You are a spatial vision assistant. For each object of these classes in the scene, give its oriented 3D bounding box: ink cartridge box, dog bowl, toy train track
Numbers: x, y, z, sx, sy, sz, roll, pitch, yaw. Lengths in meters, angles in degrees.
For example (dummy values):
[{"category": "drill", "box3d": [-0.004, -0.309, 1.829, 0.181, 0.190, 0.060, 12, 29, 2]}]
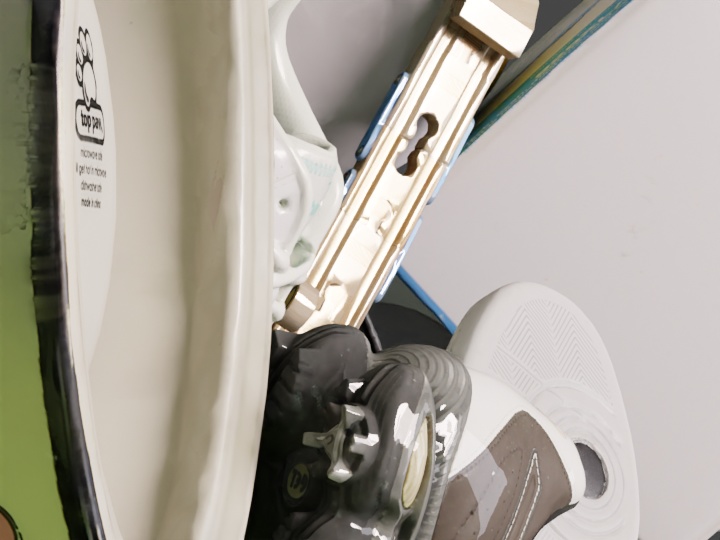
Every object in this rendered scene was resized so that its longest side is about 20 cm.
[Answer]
[{"category": "ink cartridge box", "box3d": [0.102, -0.013, 0.955, 0.147, 0.145, 0.200, 47, 4, -4]}, {"category": "dog bowl", "box3d": [-0.069, -0.020, 0.544, 0.200, 0.074, 0.200, 0, 90, -81]}, {"category": "toy train track", "box3d": [0.000, 0.000, 0.774, 0.200, 0.115, 0.033, -62, -158, -14]}]

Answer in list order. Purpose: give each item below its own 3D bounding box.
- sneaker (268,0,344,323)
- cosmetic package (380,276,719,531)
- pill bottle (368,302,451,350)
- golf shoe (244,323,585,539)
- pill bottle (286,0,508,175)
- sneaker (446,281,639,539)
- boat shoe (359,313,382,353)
[{"category": "sneaker", "box3d": [-0.046, -0.002, 0.686, 0.070, 0.080, 0.200, -18, 110, -83]}, {"category": "cosmetic package", "box3d": [0.077, 0.044, 1.133, 0.081, 0.200, 0.113, -83, 168, -47]}, {"category": "pill bottle", "box3d": [0.015, 0.086, 1.007, 0.200, 0.109, 0.109, 71, 20, -65]}, {"category": "golf shoe", "box3d": [-0.011, 0.112, 0.656, 0.200, 0.094, 0.078, -61, -141, 16]}, {"category": "pill bottle", "box3d": [-0.002, -0.087, 0.911, 0.200, 0.104, 0.104, -42, 131, -79]}, {"category": "sneaker", "box3d": [0.014, 0.106, 0.752, 0.073, 0.112, 0.200, 24, 56, -33]}, {"category": "boat shoe", "box3d": [0.003, 0.092, 0.823, 0.202, 0.063, 0.074, 66, 24, -4]}]
